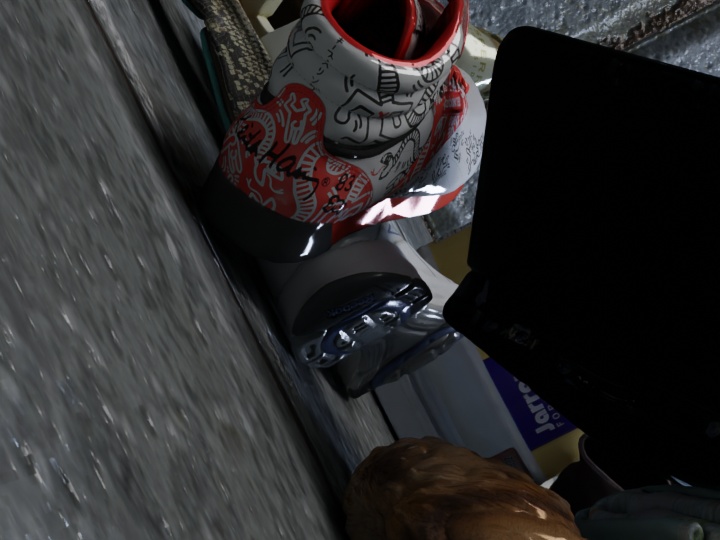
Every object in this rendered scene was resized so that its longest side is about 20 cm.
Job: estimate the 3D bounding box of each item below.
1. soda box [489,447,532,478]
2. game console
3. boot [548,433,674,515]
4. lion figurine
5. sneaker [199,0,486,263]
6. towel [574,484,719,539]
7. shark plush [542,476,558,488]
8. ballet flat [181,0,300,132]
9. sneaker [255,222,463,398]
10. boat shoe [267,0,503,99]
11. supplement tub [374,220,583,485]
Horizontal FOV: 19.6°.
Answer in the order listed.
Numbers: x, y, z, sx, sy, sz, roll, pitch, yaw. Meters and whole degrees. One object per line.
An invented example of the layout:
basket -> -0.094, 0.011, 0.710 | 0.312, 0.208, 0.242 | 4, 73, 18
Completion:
soda box -> 0.084, 0.175, 0.882 | 0.200, 0.064, 0.068 | 60, 5, -28
game console -> 0.135, 0.014, 0.811 | 0.176, 0.116, 0.200 | 38, -7, -36
boot -> 0.166, 0.174, 1.046 | 0.200, 0.072, 0.166 | 48, -14, 14
lion figurine -> 0.046, 0.122, 0.673 | 0.122, 0.073, 0.200 | 29, 16, -5
sneaker -> 0.020, -0.077, 0.831 | 0.067, 0.108, 0.201 | 39, 31, 13
towel -> 0.148, 0.168, 0.805 | 0.200, 0.048, 0.171 | 147, -79, -83
shark plush -> 0.080, 0.143, 1.293 | 0.083, 0.091, 0.200 | 44, 16, 27
ballet flat -> -0.054, -0.126, 0.986 | 0.200, 0.075, 0.068 | 64, 10, 14
sneaker -> 0.000, 0.000, 0.915 | 0.087, 0.074, 0.200 | 59, 2, 17
boat shoe -> -0.004, -0.102, 1.033 | 0.200, 0.063, 0.073 | 18, -79, 56
supplement tub -> 0.107, 0.030, 1.124 | 0.146, 0.200, 0.145 | 62, 4, -7
